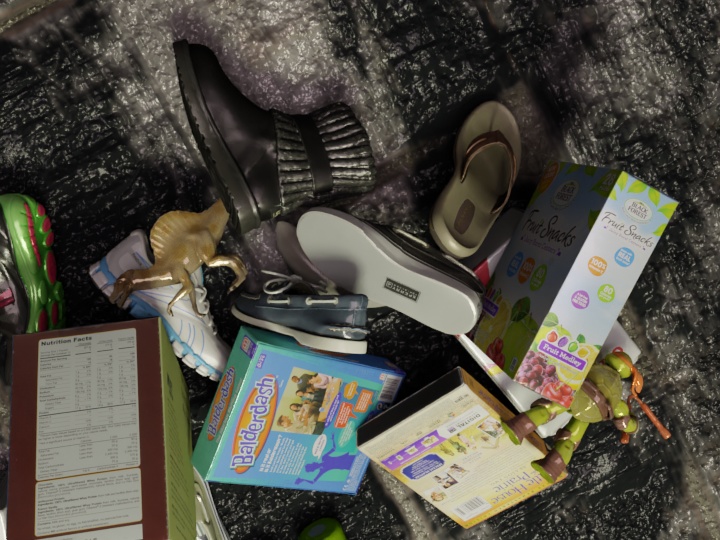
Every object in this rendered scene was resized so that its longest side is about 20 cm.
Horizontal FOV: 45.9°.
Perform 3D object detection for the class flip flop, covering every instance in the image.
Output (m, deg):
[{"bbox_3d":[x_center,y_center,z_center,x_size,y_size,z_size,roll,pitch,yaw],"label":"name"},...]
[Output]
[{"bbox_3d":[0.126,-0.099,0.865,0.081,0.058,0.201,36,53,-10],"label":"flip flop"}]

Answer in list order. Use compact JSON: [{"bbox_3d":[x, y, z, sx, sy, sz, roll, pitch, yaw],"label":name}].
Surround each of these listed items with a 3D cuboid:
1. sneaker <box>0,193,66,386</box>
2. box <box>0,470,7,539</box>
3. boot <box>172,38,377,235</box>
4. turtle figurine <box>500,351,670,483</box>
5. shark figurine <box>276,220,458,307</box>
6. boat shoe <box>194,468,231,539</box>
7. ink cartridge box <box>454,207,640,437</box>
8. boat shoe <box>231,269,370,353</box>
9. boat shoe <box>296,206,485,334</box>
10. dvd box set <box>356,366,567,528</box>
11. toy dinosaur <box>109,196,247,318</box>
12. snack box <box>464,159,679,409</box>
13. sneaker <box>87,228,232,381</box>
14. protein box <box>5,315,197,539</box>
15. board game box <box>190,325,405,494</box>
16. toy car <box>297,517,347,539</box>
[{"bbox_3d":[-0.355,0.023,0.870,0.083,0.077,0.203,0,98,10],"label":"sneaker"},{"bbox_3d":[-0.397,0.329,0.895,0.100,0.113,0.203,-7,101,-8],"label":"box"},{"bbox_3d":[-0.088,-0.151,0.856,0.156,0.079,0.213,-23,87,-14],"label":"boot"},{"bbox_3d":[0.232,0.140,0.868,0.161,0.064,0.201,-42,106,-10],"label":"turtle figurine"},{"bbox_3d":[0.018,0.013,0.903,0.211,0.090,0.130,-1,103,-5],"label":"shark figurine"},{"bbox_3d":[-0.192,0.266,0.935,0.071,0.062,0.202,-28,102,-1],"label":"boat shoe"},{"bbox_3d":[0.184,0.057,0.934,0.145,0.083,0.200,-41,103,1],"label":"ink cartridge box"},{"bbox_3d":[-0.063,0.037,0.852,0.074,0.199,0.063,10,90,-36],"label":"boat shoe"},{"bbox_3d":[0.031,-0.007,0.840,0.198,0.064,0.071,30,126,2],"label":"boat shoe"},{"bbox_3d":[0.112,0.199,0.927,0.146,0.030,0.200,-35,122,24],"label":"dvd box set"},{"bbox_3d":[-0.156,-0.023,0.847,0.101,0.058,0.200,47,70,-10],"label":"toy dinosaur"},{"bbox_3d":[0.186,0.003,0.795,0.067,0.169,0.202,27,94,-12],"label":"snack box"},{"bbox_3d":[-0.182,0.037,0.889,0.200,0.075,0.087,42,88,-13],"label":"sneaker"},{"bbox_3d":[-0.236,0.181,0.804,0.133,0.199,0.202,-6,63,-6],"label":"protein box"},{"bbox_3d":[-0.062,0.153,0.899,0.198,0.045,0.154,17,99,-38],"label":"board game box"},{"bbox_3d":[-0.046,0.400,0.911,0.156,0.200,0.166,-24,104,-2],"label":"toy car"}]
